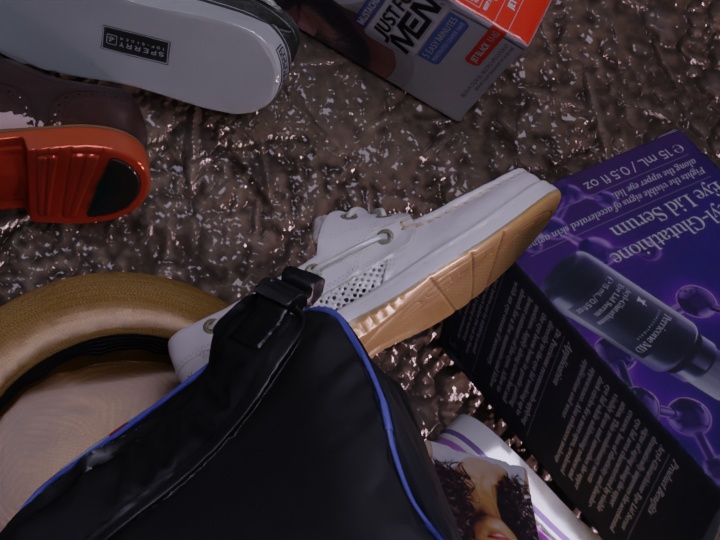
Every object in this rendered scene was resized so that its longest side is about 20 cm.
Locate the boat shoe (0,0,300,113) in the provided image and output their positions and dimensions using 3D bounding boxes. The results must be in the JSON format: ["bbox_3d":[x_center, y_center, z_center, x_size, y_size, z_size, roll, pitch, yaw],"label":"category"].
[{"bbox_3d":[-0.130,-0.140,0.921,0.199,0.071,0.064,21,35,0],"label":"boat shoe"}]

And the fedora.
[{"bbox_3d":[-0.123,0.100,0.837,0.199,0.082,0.202,4,74,-14],"label":"fedora"}]

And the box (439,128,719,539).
[{"bbox_3d":[0.160,0.046,0.882,0.147,0.105,0.200,-24,57,-29],"label":"box"}]

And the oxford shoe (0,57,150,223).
[{"bbox_3d":[-0.207,-0.069,0.881,0.199,0.071,0.073,6,47,-15],"label":"oxford shoe"}]

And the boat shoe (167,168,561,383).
[{"bbox_3d":[0.000,0.000,0.809,0.199,0.071,0.069,-32,70,-11],"label":"boat shoe"}]

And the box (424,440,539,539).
[{"bbox_3d":[0.050,0.176,0.778,0.075,0.050,0.201,17,46,-29],"label":"box"}]

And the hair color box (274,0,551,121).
[{"bbox_3d":[-0.002,-0.172,0.940,0.199,0.111,0.064,31,67,-6],"label":"hair color box"}]

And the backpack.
[{"bbox_3d":[-0.050,0.133,0.709,0.190,0.154,0.201,-26,48,3],"label":"backpack"}]

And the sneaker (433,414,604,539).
[{"bbox_3d":[0.086,0.183,0.887,0.200,0.073,0.114,41,70,10],"label":"sneaker"}]
